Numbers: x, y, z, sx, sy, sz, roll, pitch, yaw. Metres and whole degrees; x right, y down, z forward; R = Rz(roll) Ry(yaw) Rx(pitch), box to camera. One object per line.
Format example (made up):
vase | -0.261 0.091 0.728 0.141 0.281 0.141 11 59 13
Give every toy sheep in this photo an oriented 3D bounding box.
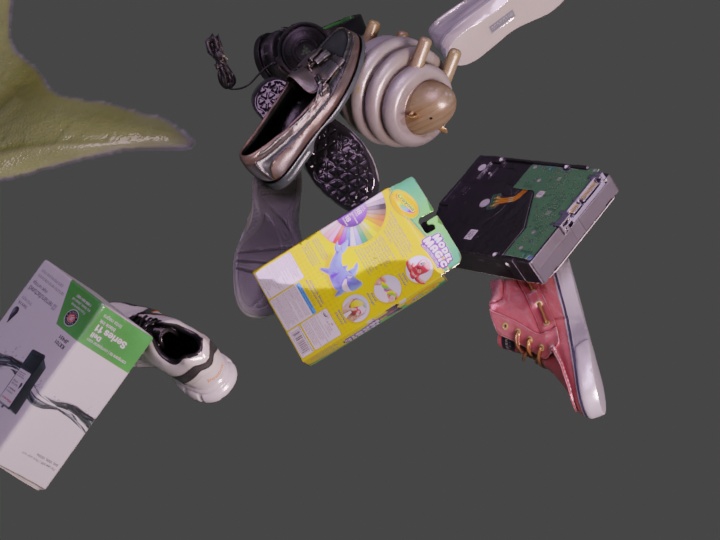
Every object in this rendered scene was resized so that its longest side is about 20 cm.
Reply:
toy sheep | 0.036 -0.209 1.858 0.138 0.138 0.200 -44 39 -16

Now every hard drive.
hard drive | 0.159 -0.056 1.713 0.140 0.038 0.200 -50 32 -21

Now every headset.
headset | -0.088 -0.270 1.938 0.200 0.094 0.123 -30 13 -27

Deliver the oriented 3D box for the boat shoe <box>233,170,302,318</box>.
boat shoe | -0.101 -0.030 1.817 0.074 0.065 0.202 4 59 -2

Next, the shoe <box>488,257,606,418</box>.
shoe | 0.184 0.075 1.630 0.091 0.072 0.200 -16 45 9

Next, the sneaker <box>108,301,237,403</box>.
sneaker | -0.221 0.071 1.764 0.200 0.080 0.074 21 64 32

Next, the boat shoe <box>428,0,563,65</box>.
boat shoe | 0.170 -0.321 1.942 0.200 0.072 0.069 -39 52 -1

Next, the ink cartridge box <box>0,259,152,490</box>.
ink cartridge box | -0.335 0.110 1.724 0.147 0.083 0.200 30 83 48

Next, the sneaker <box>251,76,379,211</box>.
sneaker | -0.045 -0.148 1.875 0.072 0.083 0.200 -40 77 2

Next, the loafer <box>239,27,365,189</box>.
loafer | -0.064 -0.187 1.797 0.072 0.063 0.200 21 80 49

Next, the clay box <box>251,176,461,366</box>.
clay box | 0.000 0.000 1.720 0.200 0.048 0.115 -31 76 3
